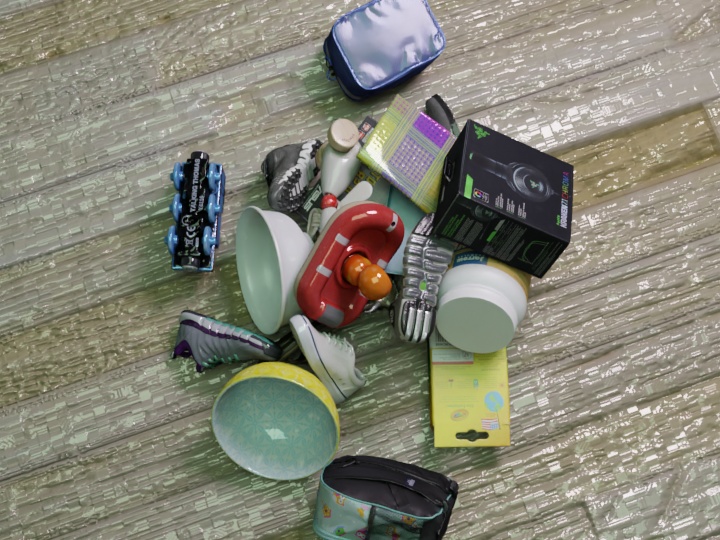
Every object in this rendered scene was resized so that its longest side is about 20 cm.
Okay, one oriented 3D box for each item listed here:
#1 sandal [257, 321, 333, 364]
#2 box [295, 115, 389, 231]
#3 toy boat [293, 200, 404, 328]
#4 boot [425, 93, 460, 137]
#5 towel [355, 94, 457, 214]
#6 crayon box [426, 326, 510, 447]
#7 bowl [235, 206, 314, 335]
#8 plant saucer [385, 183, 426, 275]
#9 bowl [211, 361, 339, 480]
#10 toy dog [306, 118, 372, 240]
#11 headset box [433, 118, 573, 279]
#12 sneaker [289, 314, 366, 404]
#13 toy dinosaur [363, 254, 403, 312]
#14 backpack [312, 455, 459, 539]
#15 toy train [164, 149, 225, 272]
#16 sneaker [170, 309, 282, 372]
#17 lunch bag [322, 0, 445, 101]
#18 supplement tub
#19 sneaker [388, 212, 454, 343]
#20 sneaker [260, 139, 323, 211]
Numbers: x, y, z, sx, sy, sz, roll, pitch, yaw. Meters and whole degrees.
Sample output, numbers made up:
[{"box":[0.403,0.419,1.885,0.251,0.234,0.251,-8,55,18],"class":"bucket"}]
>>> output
[{"box":[-0.072,0.112,1.731,0.198,0.082,0.055,-31,99,-15],"class":"sandal"},{"box":[0.014,-0.125,1.770,0.158,0.048,0.201,39,91,16],"class":"box"},{"box":[0.000,0.000,1.601,0.130,0.130,0.202,32,94,46],"class":"toy boat"},{"box":[0.111,-0.190,1.809,0.130,0.070,0.203,-21,70,2],"class":"boot"},{"box":[0.102,-0.165,1.692,0.199,0.023,0.145,37,64,-8],"class":"towel"},{"box":[0.170,0.180,1.715,0.125,0.051,0.204,0,74,-1],"class":"crayon box"},{"box":[-0.122,-0.006,1.707,0.089,0.201,0.204,-9,74,-24],"class":"bowl"},{"box":[0.071,-0.089,1.704,0.069,0.019,0.203,9,77,5],"class":"plant saucer"},{"box":[-0.121,0.211,1.665,0.197,0.203,0.108,13,32,3],"class":"bowl"},{"box":[-0.018,-0.132,1.705,0.095,0.132,0.204,7,88,-16],"class":"toy dog"},{"box":[0.210,-0.111,1.622,0.197,0.093,0.176,23,46,-9],"class":"headset box"},{"box":[-0.049,0.124,1.663,0.070,0.201,0.073,-32,48,-4],"class":"sneaker"},{"box":[0.076,0.000,1.735,0.076,0.102,0.202,31,80,7],"class":"toy dinosaur"},{"box":[0.028,0.360,1.602,0.197,0.176,0.156,19,107,11],"class":"backpack"},{"box":[-0.263,-0.089,1.752,0.085,0.114,0.204,1,74,3],"class":"toy train"},{"box":[-0.211,0.129,1.703,0.198,0.074,0.089,16,86,33],"class":"sneaker"},{"box":[0.030,-0.373,1.824,0.198,0.132,0.137,-27,92,-8],"class":"lunch bag"},{"box":[0.193,0.012,1.679,0.142,0.146,0.202,15,47,4],"class":"supplement tub"},{"box":[0.080,0.016,1.634,0.074,0.115,0.203,19,74,-11],"class":"sneaker"},{"box":[-0.126,-0.152,1.761,0.089,0.067,0.201,2,32,18],"class":"sneaker"}]
